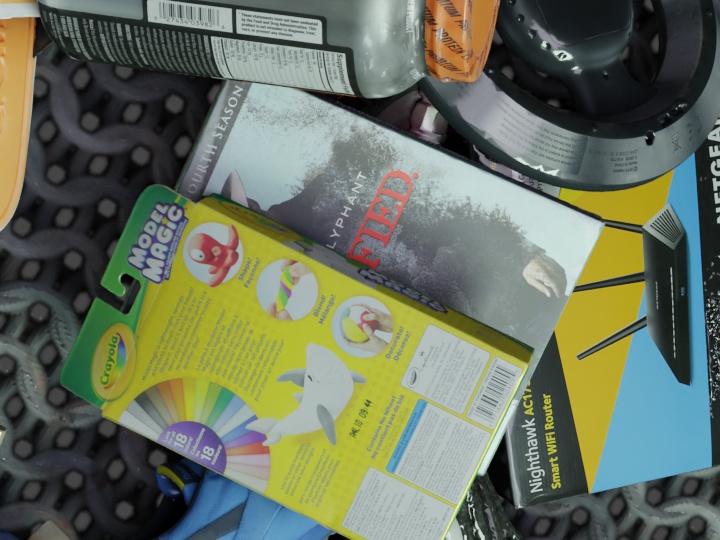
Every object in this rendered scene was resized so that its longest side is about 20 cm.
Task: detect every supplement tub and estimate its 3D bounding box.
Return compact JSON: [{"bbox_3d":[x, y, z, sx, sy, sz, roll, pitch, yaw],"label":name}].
[{"bbox_3d":[-0.039,-0.145,1.163,0.200,0.123,0.123,8,96,10],"label":"supplement tub"}]

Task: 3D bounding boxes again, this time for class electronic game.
[{"bbox_3d":[0.099,-0.132,1.272,0.200,0.042,0.200,12,62,-24],"label":"electronic game"}]

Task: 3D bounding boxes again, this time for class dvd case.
[{"bbox_3d":[0.000,0.000,1.241,0.200,0.022,0.146,24,101,-9],"label":"dvd case"}]

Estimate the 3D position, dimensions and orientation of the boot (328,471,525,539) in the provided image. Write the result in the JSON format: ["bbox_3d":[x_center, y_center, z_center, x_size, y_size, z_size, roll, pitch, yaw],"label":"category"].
[{"bbox_3d":[0.016,0.210,1.311,0.211,0.079,0.158,-41,107,-9],"label":"boot"}]

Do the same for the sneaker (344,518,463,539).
[{"bbox_3d":[-0.031,0.191,1.236,0.071,0.099,0.200,48,111,21],"label":"sneaker"}]

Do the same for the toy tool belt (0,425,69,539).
[{"bbox_3d":[-0.164,0.174,1.225,0.123,0.125,0.200,-44,90,-11],"label":"toy tool belt"}]

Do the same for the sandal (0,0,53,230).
[{"bbox_3d":[-0.167,-0.114,1.210,0.079,0.059,0.207,-13,109,-47],"label":"sandal"}]

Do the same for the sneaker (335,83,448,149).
[{"bbox_3d":[-0.027,-0.048,1.267,0.115,0.076,0.200,12,94,-15],"label":"sneaker"}]

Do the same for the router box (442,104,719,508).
[{"bbox_3d":[0.130,0.011,1.333,0.149,0.051,0.200,-11,101,-14],"label":"router box"}]

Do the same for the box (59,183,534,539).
[{"bbox_3d":[-0.032,0.047,1.199,0.200,0.048,0.117,26,101,3],"label":"box"}]

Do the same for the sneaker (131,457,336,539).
[{"bbox_3d":[-0.047,0.106,1.268,0.200,0.066,0.078,-39,96,-28],"label":"sneaker"}]
